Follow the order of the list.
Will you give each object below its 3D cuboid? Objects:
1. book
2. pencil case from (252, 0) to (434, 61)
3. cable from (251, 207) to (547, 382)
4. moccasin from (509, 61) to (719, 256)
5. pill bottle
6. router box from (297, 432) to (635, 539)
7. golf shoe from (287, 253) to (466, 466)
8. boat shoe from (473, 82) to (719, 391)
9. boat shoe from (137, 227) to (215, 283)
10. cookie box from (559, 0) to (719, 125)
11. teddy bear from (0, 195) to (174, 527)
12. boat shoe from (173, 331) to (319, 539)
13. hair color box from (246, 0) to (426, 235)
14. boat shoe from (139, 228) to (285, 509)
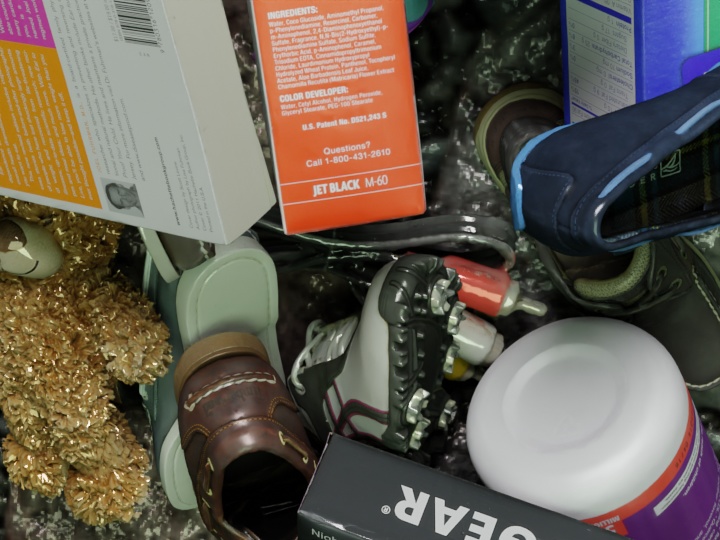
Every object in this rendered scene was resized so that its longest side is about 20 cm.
[{"bbox_3d":[-0.133,-0.092,0.681,0.199,0.048,0.135,16,132,36],"label":"book"},{"bbox_3d":[-0.025,-0.195,0.753,0.092,0.085,0.202,-19,116,-11],"label":"pencil case"},{"bbox_3d":[0.000,0.000,0.860,0.198,0.051,0.097,16,135,-13],"label":"cable"},{"bbox_3d":[0.159,-0.043,0.713,0.199,0.068,0.081,-25,119,-19],"label":"moccasin"},{"bbox_3d":[0.136,0.123,0.882,0.112,0.113,0.201,-24,134,9],"label":"pill bottle"},{"bbox_3d":[0.068,0.166,0.834,0.198,0.051,0.150,18,147,11],"label":"router box"},{"bbox_3d":[0.002,0.053,0.838,0.087,0.078,0.201,21,150,12],"label":"golf shoe"},{"bbox_3d":[0.127,-0.004,0.862,0.073,0.065,0.200,-38,109,18],"label":"boat shoe"},{"bbox_3d":[-0.093,-0.097,0.778,0.059,0.072,0.202,-14,87,-4],"label":"boat shoe"},{"bbox_3d":[0.179,-0.147,0.764,0.170,0.075,0.202,-16,118,-19],"label":"cookie box"},{"bbox_3d":[-0.155,0.037,0.845,0.066,0.145,0.201,-21,138,-39],"label":"teddy bear"},{"bbox_3d":[-0.052,0.113,0.864,0.070,0.071,0.201,-23,146,-4],"label":"boat shoe"},{"bbox_3d":[-0.018,-0.130,0.676,0.063,0.111,0.202,-9,116,-2],"label":"hair color box"},{"bbox_3d":[-0.082,0.044,0.877,0.072,0.062,0.201,-22,142,-26],"label":"boat shoe"}]
